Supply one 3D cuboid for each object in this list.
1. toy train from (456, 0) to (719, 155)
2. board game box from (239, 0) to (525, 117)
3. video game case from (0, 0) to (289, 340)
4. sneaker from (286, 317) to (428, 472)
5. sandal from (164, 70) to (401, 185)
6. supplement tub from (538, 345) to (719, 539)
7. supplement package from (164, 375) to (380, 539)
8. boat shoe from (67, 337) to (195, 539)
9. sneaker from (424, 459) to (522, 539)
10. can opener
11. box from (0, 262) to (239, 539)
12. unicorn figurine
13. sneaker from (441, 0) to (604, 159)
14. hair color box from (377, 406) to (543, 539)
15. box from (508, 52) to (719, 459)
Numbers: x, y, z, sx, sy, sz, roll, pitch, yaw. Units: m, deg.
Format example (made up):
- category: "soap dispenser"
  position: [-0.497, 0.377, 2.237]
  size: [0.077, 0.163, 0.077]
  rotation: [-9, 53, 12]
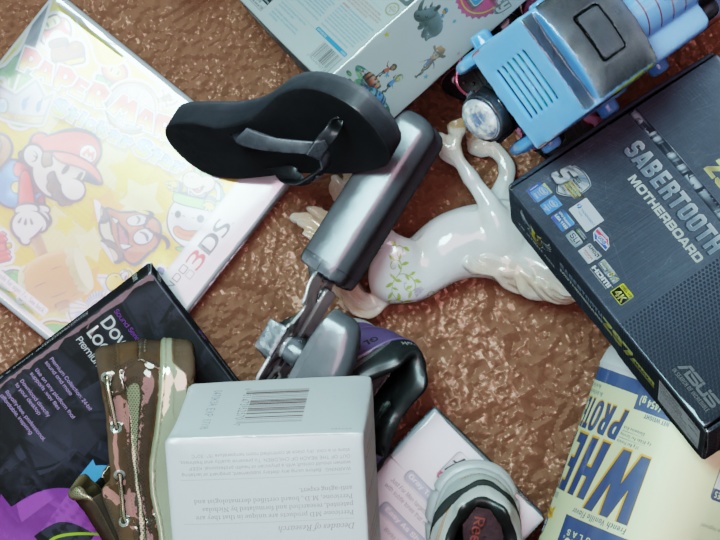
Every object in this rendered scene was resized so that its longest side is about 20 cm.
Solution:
- category: "toy train"
  position: [0.145, -0.141, 1.413]
  size: [0.200, 0.114, 0.087]
  rotation: [-35, 91, -33]
- category: "board game box"
  position: [0.035, -0.196, 1.479]
  size: [0.200, 0.148, 0.064]
  rotation: [-42, 131, 1]
- category: "video game case"
  position: [-0.178, -0.050, 1.547]
  size: [0.200, 0.023, 0.182]
  rotation: [39, 90, 3]
- category: "sneaker"
  position: [-0.033, 0.119, 1.478]
  size: [0.076, 0.087, 0.200]
  rotation: [38, 79, -28]
- category: "sandal"
  position: [-0.048, -0.075, 1.448]
  size: [0.076, 0.200, 0.043]
  rotation: [43, 61, -27]
- category: "supplement tub"
  position: [0.189, 0.157, 1.462]
  size: [0.145, 0.145, 0.201]
  rotation: [19, 89, 3]
- category: "supplement package"
  position: [-0.046, 0.176, 1.404]
  size: [0.117, 0.117, 0.201]
  rotation: [-3, 103, 3]
- category: "boat shoe"
  position: [-0.145, 0.142, 1.477]
  size: [0.075, 0.075, 0.203]
  rotation: [3, 91, -6]
- category: "sneaker"
  position: [0.063, 0.219, 1.442]
  size: [0.073, 0.080, 0.201]
  rotation: [0, 93, -2]
- category: "can opener"
  position: [0.000, 0.000, 1.464]
  size: [0.067, 0.053, 0.200]
  rotation: [32, 90, 15]
- category: "box"
  position: [-0.171, 0.111, 1.519]
  size: [0.200, 0.036, 0.143]
  rotation: [-37, 102, 0]
- category: "unicorn figurine"
  position: [0.067, -0.025, 1.518]
  size: [0.199, 0.074, 0.138]
  rotation: [-21, 88, 18]
- category: "sneaker"
  position: [0.103, -0.117, 1.516]
  size: [0.095, 0.079, 0.201]
  rotation: [-22, 80, 8]
- category: "hair color box"
  position: [0.013, 0.192, 1.512]
  size: [0.099, 0.061, 0.200]
  rotation: [45, 91, 2]
- category: "box"
  position: [0.207, -0.012, 1.403]
  size: [0.157, 0.051, 0.200]
  rotation: [-32, 66, -10]
